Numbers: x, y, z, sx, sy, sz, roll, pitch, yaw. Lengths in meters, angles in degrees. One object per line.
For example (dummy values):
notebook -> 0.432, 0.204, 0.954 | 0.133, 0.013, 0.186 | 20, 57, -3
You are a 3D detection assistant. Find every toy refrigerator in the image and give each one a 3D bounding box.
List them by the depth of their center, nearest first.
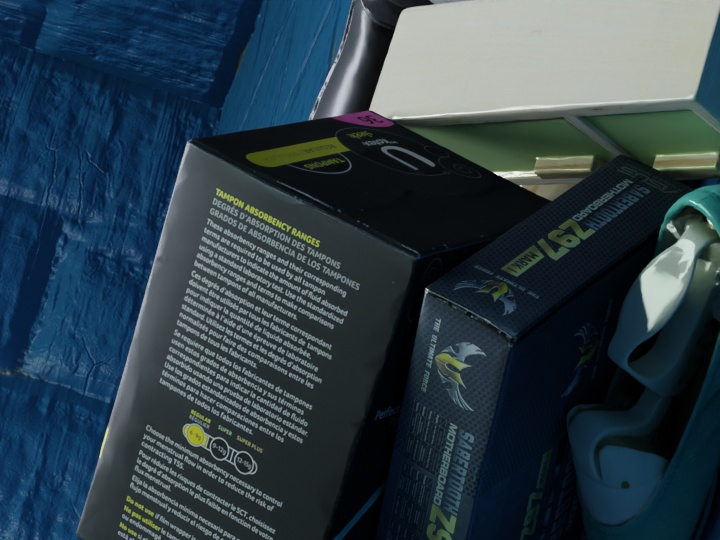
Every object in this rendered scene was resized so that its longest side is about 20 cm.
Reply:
toy refrigerator -> 0.103, -0.081, 1.080 | 0.200, 0.076, 0.070 | 0, 65, 45

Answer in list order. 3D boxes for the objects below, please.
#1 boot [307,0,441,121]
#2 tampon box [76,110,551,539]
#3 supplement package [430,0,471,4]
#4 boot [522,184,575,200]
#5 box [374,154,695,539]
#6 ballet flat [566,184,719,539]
boot -> 0.002, -0.096, 1.260 | 0.200, 0.066, 0.165 | -63, 0, 26
tampon box -> -0.016, 0.046, 1.058 | 0.150, 0.126, 0.201 | -14, -53, -57
supplement package -> 0.117, -0.226, 1.095 | 0.200, 0.147, 0.192 | -15, 47, 58
boot -> 0.131, -0.062, 1.217 | 0.201, 0.071, 0.144 | -50, -15, 0
box -> 0.074, 0.066, 1.037 | 0.158, 0.051, 0.200 | -32, -38, -45
ballet flat -> 0.124, 0.051, 1.000 | 0.067, 0.070, 0.201 | 41, 116, 52
